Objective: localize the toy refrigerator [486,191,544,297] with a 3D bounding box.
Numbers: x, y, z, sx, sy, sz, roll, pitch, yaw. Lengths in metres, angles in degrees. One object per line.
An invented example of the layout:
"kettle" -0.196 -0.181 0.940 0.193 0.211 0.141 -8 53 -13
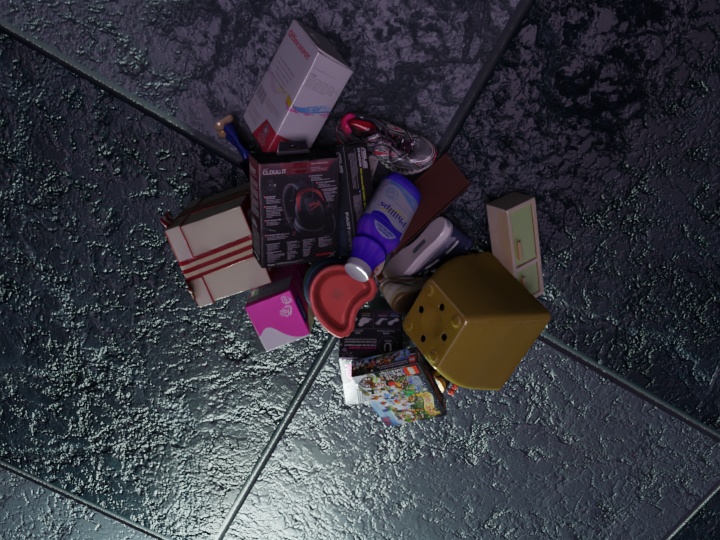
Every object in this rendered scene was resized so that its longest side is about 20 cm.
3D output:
"toy refrigerator" 0.307 -0.040 1.291 0.074 0.070 0.206 -22 115 -23

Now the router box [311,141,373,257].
"router box" -0.042 -0.129 1.226 0.148 0.061 0.207 5 107 50

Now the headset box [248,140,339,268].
"headset box" -0.114 -0.120 1.141 0.144 0.075 0.206 -9 115 -22

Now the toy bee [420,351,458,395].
"toy bee" 0.147 0.240 1.394 0.107 0.201 0.132 35 71 14

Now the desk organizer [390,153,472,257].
"desk organizer" 0.111 -0.123 1.253 0.199 0.072 0.077 -42 89 -3

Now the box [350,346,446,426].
"box" 0.078 0.231 1.283 0.133 0.039 0.202 -14 136 17

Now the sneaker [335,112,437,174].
"sneaker" 0.048 -0.235 1.218 0.193 0.075 0.083 13 81 -4

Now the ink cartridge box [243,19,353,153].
"ink cartridge box" -0.114 -0.311 1.164 0.084 0.149 0.202 17 118 -38

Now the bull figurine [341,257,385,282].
"bull figurine" 0.000 0.000 1.333 0.197 0.124 0.064 -32 152 25

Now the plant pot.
"plant pot" 0.194 0.097 1.232 0.196 0.196 0.197 1 128 -44

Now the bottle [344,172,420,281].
"bottle" 0.035 -0.074 1.146 0.083 0.203 0.065 37 151 -13

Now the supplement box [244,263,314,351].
"supplement box" -0.149 0.054 1.305 0.100 0.201 0.103 -19 113 12

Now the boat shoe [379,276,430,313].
"boat shoe" 0.121 0.040 1.320 0.197 0.063 0.075 -7 132 -43

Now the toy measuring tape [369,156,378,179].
"toy measuring tape" 0.005 -0.145 1.279 0.071 0.074 0.205 16 114 -4

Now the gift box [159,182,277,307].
"gift box" -0.271 -0.054 1.271 0.181 0.201 0.190 -16 108 12

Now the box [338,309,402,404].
"box" 0.023 0.183 1.356 0.127 0.118 0.203 0 142 3

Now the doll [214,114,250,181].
"doll" -0.201 -0.190 1.244 0.048 0.137 0.203 -32 87 -5

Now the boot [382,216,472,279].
"boot" 0.133 -0.016 1.332 0.089 0.074 0.199 29 126 -30

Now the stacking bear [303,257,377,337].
"stacking bear" -0.056 0.026 1.232 0.112 0.200 0.123 34 92 -15
